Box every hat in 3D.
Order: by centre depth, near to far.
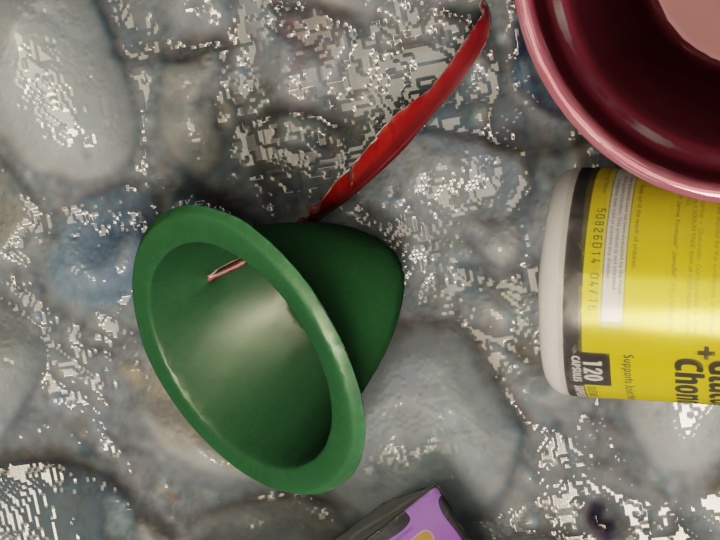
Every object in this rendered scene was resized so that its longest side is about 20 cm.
[{"bbox_3d":[0.000,0.000,0.966,0.167,0.176,0.200,57,145,-3],"label":"hat"}]

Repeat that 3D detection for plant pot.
[{"bbox_3d":[0.175,-0.141,0.810,0.198,0.179,0.202,3,101,13],"label":"plant pot"}]

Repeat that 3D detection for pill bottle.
[{"bbox_3d":[0.189,0.010,0.868,0.198,0.112,0.113,3,101,14],"label":"pill bottle"}]

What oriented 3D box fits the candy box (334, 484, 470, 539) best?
[{"bbox_3d":[0.019,0.243,0.927,0.201,0.167,0.071,58,152,-1],"label":"candy box"}]
